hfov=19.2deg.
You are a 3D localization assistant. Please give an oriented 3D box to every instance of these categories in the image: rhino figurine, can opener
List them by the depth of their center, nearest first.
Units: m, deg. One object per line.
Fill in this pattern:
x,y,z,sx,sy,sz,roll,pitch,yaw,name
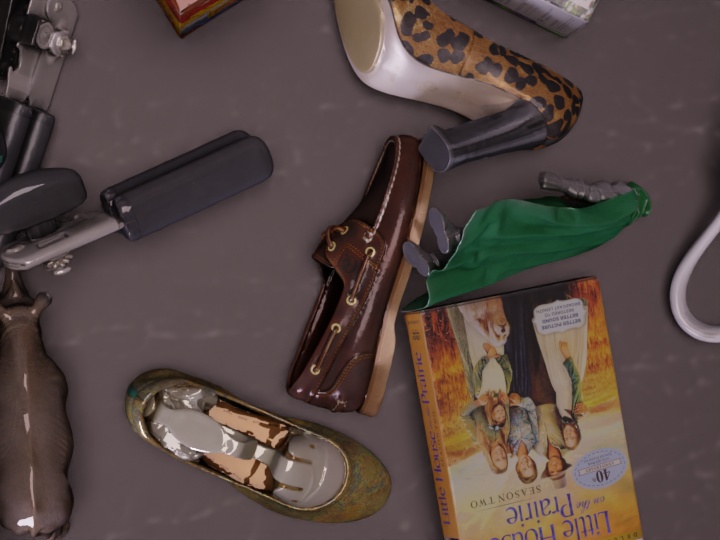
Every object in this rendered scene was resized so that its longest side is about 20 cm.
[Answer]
-0.156,-0.052,1.437,0.199,0.053,0.067,-21,112,-18,can opener
-0.227,0.087,1.443,0.059,0.087,0.201,-4,86,-7,rhino figurine
-0.244,-0.102,1.467,0.066,0.053,0.201,13,87,30,can opener

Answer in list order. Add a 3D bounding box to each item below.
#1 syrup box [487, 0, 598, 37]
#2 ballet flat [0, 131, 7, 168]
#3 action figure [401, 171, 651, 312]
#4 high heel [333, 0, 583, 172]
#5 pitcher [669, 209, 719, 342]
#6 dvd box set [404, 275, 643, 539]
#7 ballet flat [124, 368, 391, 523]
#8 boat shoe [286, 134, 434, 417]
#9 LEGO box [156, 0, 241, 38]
0.078,-0.243,1.474,0.199,0.081,0.079,25,86,-4,syrup box
-0.309,-0.121,1.438,0.200,0.073,0.073,38,86,28,ballet flat
0.125,-0.032,1.463,0.199,0.118,0.055,-12,66,-36,action figure
0.066,-0.165,1.499,0.142,0.071,0.201,-17,71,-35,high heel
0.304,-0.043,1.487,0.171,0.121,0.201,1,101,10,pitcher
0.116,0.114,1.484,0.146,0.029,0.201,-10,91,-23,dvd box set
-0.071,0.126,1.469,0.199,0.071,0.071,24,88,-5,ballet flat
0.000,0.000,1.472,0.070,0.070,0.201,14,89,-9,boat shoe
-0.142,-0.267,1.420,0.077,0.149,0.200,-32,92,-4,LEGO box
